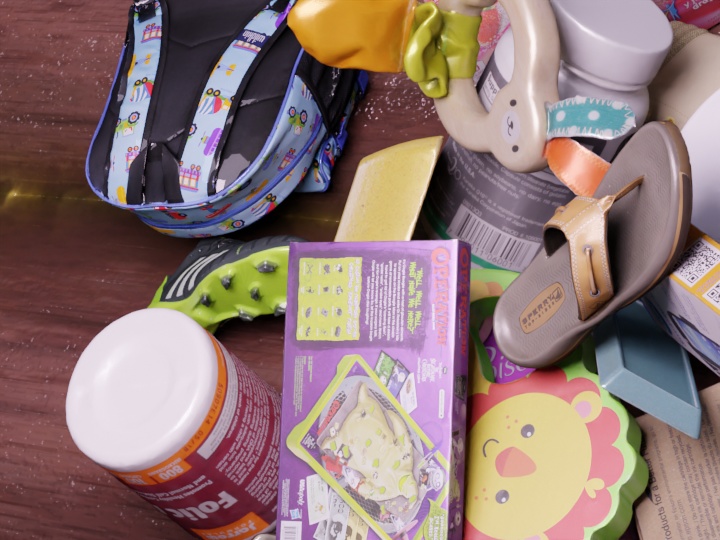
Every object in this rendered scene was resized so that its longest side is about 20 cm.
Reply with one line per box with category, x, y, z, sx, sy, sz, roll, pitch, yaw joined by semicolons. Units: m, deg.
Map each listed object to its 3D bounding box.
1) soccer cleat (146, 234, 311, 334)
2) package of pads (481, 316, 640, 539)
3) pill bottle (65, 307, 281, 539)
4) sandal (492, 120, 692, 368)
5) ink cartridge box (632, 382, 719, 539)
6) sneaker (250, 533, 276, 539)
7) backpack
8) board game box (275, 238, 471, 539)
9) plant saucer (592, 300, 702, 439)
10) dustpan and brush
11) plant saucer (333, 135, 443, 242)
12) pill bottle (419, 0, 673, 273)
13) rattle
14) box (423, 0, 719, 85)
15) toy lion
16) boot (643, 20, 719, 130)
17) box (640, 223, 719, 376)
soccer cleat;-0.095;0.003;1.806;0.200;0.067;0.082;-28;40;46
package of pads;0.113;0.121;1.645;0.120;0.076;0.201;-20;55;19
pill bottle;-0.103;0.118;1.692;0.113;0.200;0.115;-14;57;23
sandal;0.132;-0.011;1.503;0.200;0.054;0.082;-45;52;40
ink cartridge box;0.260;0.163;1.535;0.164;0.075;0.201;-24;53;17
sneaker;0.003;0.228;1.647;0.199;0.076;0.071;16;72;36
backpack;-0.102;-0.106;1.848;0.181;0.135;0.201;-1;55;28
board game box;0.008;0.082;1.562;0.119;0.032;0.202;0;83;29
plant saucer;0.181;0.052;1.579;0.019;0.070;0.200;-60;5;14
dustpan and brush;0.223;-0.048;1.586;0.199;0.057;0.141;-15;86;46
plant saucer;0.000;0.000;1.681;0.048;0.200;0.201;19;91;-1
pill bottle;0.126;-0.097;1.682;0.113;0.112;0.201;58;133;39
rattle;0.066;-0.116;1.556;0.130;0.142;0.201;-49;47;27
box;0.161;-0.194;1.785;0.199;0.095;0.103;-33;51;10
toy lion;0.095;0.099;1.583;0.190;0.069;0.201;7;69;30
boot;0.231;-0.077;1.691;0.155;0.073;0.201;17;72;36
box;0.215;0.021;1.528;0.041;0.119;0.200;-39;39;-4
